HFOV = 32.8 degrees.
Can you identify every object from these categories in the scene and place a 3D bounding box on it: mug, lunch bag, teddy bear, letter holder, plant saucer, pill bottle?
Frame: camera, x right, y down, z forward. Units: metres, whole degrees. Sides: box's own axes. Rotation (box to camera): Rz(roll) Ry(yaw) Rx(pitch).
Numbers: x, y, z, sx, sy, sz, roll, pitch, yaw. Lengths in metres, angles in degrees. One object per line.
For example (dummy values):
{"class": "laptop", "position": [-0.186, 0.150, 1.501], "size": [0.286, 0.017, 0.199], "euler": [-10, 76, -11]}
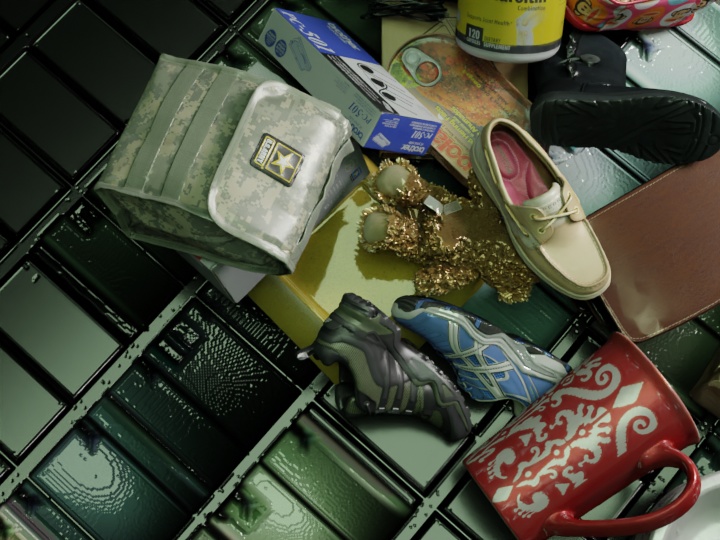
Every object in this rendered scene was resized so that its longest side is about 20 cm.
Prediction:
{"class": "mug", "position": [0.213, 0.176, 1.171], "size": [0.200, 0.178, 0.134], "euler": [-35, 109, -1]}
{"class": "lunch bag", "position": [-0.121, -0.097, 1.149], "size": [0.199, 0.118, 0.165], "euler": [15, 67, 17]}
{"class": "teddy bear", "position": [0.092, -0.039, 1.233], "size": [0.199, 0.067, 0.146], "euler": [4, 71, -13]}
{"class": "letter holder", "position": [0.316, -0.017, 1.261], "size": [0.199, 0.101, 0.142], "euler": [-30, 80, -8]}
{"class": "plant saucer", "position": [0.000, 0.000, 1.274], "size": [0.200, 0.048, 0.200], "euler": [-44, 81, -12]}
{"class": "pill bottle", "position": [0.158, -0.321, 1.238], "size": [0.111, 0.112, 0.201], "euler": [2, 118, -1]}
{"class": "lunch bag", "position": [0.287, -0.352, 1.322], "size": [0.199, 0.082, 0.177], "euler": [-10, 76, -31]}

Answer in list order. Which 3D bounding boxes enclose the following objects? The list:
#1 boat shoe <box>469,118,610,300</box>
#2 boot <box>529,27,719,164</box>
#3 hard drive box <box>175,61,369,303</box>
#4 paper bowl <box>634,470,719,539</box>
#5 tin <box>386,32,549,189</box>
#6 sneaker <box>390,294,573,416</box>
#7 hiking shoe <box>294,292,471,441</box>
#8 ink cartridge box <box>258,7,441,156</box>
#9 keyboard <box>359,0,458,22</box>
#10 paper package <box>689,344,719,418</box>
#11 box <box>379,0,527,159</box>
{"class": "boat shoe", "position": [0.173, -0.061, 1.180], "size": [0.074, 0.069, 0.200], "euler": [-34, 76, -10]}
{"class": "boot", "position": [0.273, -0.189, 1.272], "size": [0.199, 0.077, 0.168], "euler": [5, 37, 8]}
{"class": "hard drive box", "position": [-0.117, -0.092, 1.256], "size": [0.156, 0.077, 0.200], "euler": [38, 77, 28]}
{"class": "paper bowl", "position": [0.361, 0.296, 1.179], "size": [0.200, 0.104, 0.202], "euler": [0, 76, -1]}
{"class": "tin", "position": [0.111, -0.164, 1.301], "size": [0.112, 0.042, 0.200], "euler": [-42, 81, -14]}
{"class": "sneaker", "position": [0.116, 0.087, 1.226], "size": [0.199, 0.076, 0.077], "euler": [28, 93, -10]}
{"class": "hiking shoe", "position": [0.025, 0.114, 1.213], "size": [0.101, 0.076, 0.200], "euler": [-45, 110, -1]}
{"class": "ink cartridge box", "position": [-0.013, -0.195, 1.261], "size": [0.200, 0.094, 0.044], "euler": [48, 119, 34]}
{"class": "keyboard", "position": [0.067, -0.316, 1.315], "size": [0.199, 0.040, 0.105], "euler": [6, 107, 4]}
{"class": "paper package", "position": [0.470, 0.099, 1.233], "size": [0.200, 0.104, 0.191], "euler": [33, 77, 7]}
{"class": "box", "position": [0.102, -0.218, 1.344], "size": [0.163, 0.021, 0.201], "euler": [2, 77, 0]}
